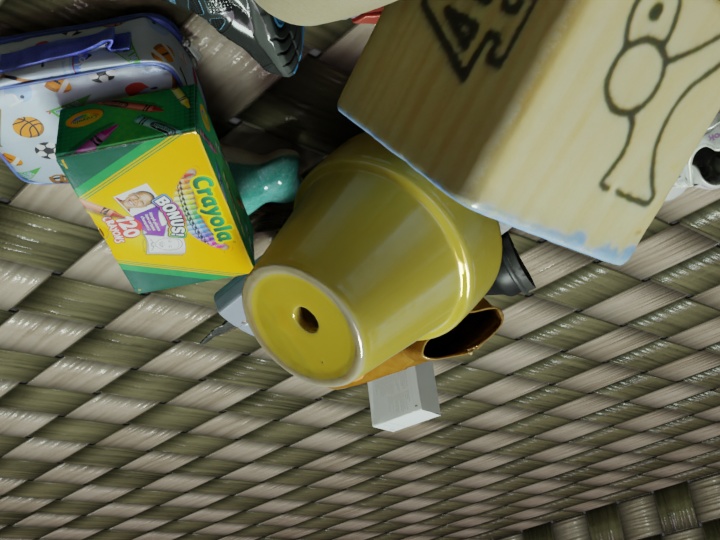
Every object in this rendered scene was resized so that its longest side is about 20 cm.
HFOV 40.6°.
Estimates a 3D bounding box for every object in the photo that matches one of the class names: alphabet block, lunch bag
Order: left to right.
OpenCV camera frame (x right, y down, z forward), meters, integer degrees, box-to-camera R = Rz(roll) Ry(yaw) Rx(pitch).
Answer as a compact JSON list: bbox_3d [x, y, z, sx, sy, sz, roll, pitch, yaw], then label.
[{"bbox_3d":[-0.232,-0.150,0.852,0.200,0.076,0.160,-10,149,4],"label":"lunch bag"},{"bbox_3d":[0.135,-0.149,0.728,0.195,0.196,0.200,16,109,-41],"label":"alphabet block"}]

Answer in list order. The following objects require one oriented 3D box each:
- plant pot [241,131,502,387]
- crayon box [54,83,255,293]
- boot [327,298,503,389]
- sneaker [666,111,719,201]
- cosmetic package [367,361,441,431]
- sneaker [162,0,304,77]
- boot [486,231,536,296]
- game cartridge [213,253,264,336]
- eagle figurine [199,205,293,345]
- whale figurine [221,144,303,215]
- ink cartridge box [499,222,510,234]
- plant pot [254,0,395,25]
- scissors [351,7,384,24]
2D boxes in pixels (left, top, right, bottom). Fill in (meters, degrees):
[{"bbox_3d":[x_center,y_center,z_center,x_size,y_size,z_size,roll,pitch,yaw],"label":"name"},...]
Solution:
[{"bbox_3d":[0.000,0.000,0.886,0.189,0.201,0.201,-44,-177,-42],"label":"plant pot"},{"bbox_3d":[-0.174,-0.066,0.862,0.119,0.058,0.200,-10,144,3],"label":"crayon box"},{"bbox_3d":[0.046,0.076,1.027,0.201,0.071,0.144,-28,-171,-4],"label":"boot"},{"bbox_3d":[0.349,-0.115,1.050,0.075,0.100,0.200,-9,156,-3],"label":"sneaker"},{"bbox_3d":[0.050,0.108,1.307,0.082,0.200,0.051,-26,148,34],"label":"cosmetic package"},{"bbox_3d":[-0.107,-0.223,0.757,0.082,0.073,0.200,-2,152,24],"label":"sneaker"},{"bbox_3d":[0.118,0.021,1.162,0.158,0.080,0.211,-31,-177,1],"label":"boot"},{"bbox_3d":[-0.057,0.033,1.067,0.133,0.041,0.200,-40,142,23],"label":"game cartridge"},{"bbox_3d":[-0.092,0.019,1.152,0.152,0.200,0.151,20,-158,14],"label":"eagle figurine"},{"bbox_3d":[-0.155,-0.072,0.991,0.200,0.104,0.159,-5,154,-1],"label":"whale figurine"},{"bbox_3d":[0.154,-0.108,0.991,0.200,0.050,0.162,-38,154,25],"label":"ink cartridge box"},{"bbox_3d":[-0.005,-0.244,0.628,0.187,0.188,0.200,5,164,-25],"label":"plant pot"},{"bbox_3d":[-0.009,-0.218,0.839,0.200,0.014,0.073,-11,155,4],"label":"scissors"}]
